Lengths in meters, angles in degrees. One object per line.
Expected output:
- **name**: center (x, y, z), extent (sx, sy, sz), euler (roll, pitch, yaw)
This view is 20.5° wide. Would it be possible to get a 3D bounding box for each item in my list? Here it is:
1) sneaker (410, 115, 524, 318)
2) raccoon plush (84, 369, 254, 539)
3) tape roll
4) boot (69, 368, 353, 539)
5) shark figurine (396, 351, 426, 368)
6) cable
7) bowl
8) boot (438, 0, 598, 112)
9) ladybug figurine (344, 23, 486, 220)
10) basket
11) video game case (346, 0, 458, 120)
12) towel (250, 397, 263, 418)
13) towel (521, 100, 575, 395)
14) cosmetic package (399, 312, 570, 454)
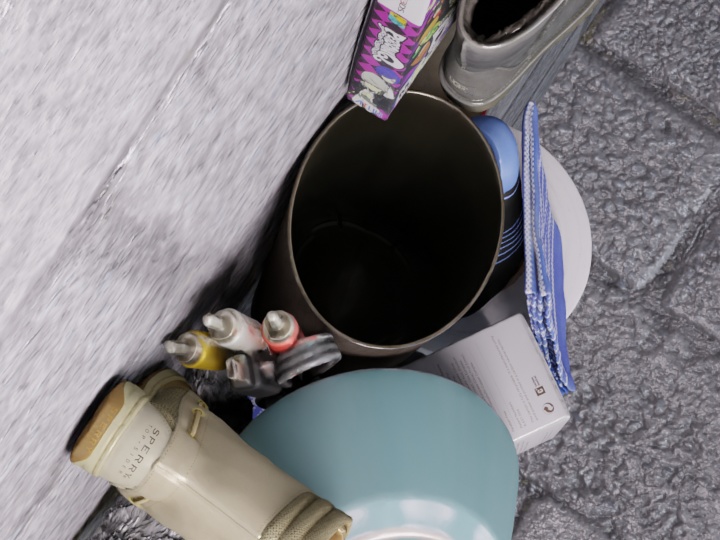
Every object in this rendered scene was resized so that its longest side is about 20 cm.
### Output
- **sneaker**: center (0.083, -0.043, 1.380), extent (0.078, 0.070, 0.200), euler (-35, 156, -32)
- **raccoon plush**: center (-0.145, 0.148, 1.316), extent (0.134, 0.096, 0.201), euler (-25, 119, -55)
- **tape roll**: center (0.069, -0.004, 1.557), extent (0.203, 0.202, 0.139), euler (-55, 175, -23)
- **boot**: center (-0.079, 0.126, 1.160), extent (0.073, 0.155, 0.200), euler (-57, 176, -2)
- **shark figurine**: center (0.021, 0.135, 1.507), extent (0.215, 0.128, 0.090), euler (56, 39, -51)
- **cable**: center (-0.048, 0.054, 1.251), extent (0.200, 0.097, 0.051), euler (29, 50, -75)
- **bowl**: center (0.012, 0.172, 1.237), extent (0.201, 0.200, 0.105), euler (-59, -155, 27)
- **boot**: center (0.109, -0.184, 1.209), extent (0.182, 0.072, 0.200), euler (-58, 171, -10)
- **ladybug figurine**: center (0.038, -0.095, 1.413), extent (0.136, 0.072, 0.200), euler (-53, 174, -43)
- **basket**: center (0.000, 0.000, 1.324), extent (0.200, 0.136, 0.181), euler (125, -15, -65)
- **video game case**: center (0.066, -0.205, 1.186), extent (0.200, 0.036, 0.181), euler (-55, 175, -20)
- **towel**: center (-0.001, 0.123, 1.597), extent (0.145, 0.200, 0.024), euler (-54, 178, -36)
- **towel**: center (0.131, -0.008, 1.388), extent (0.200, 0.024, 0.145), euler (70, 18, -64)
- **cosmetic package**: center (0.034, 0.114, 1.361), extent (0.199, 0.085, 0.108), euler (-23, 170, -7)
